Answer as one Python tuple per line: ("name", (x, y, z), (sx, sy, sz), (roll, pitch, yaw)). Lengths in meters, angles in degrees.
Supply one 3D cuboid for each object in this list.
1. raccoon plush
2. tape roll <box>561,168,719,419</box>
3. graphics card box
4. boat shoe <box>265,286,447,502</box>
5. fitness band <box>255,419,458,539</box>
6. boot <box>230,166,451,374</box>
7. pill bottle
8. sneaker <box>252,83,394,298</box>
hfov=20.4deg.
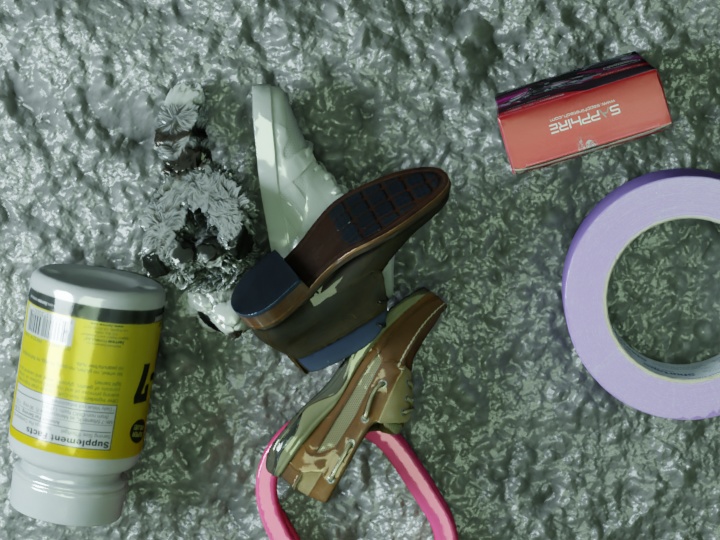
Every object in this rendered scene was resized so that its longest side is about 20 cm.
("raccoon plush", (-0.113, -0.042, 1.662), (0.097, 0.134, 0.200), (0, 65, 15))
("tape roll", (0.266, 0.019, 1.639), (0.200, 0.066, 0.200), (1, 98, 4))
("graphics card box", (0.170, -0.125, 1.555), (0.125, 0.200, 0.051), (-17, 98, 7))
("boat shoe", (0.008, 0.106, 1.645), (0.074, 0.076, 0.200), (39, 82, 7))
("fitness band", (-0.004, 0.209, 1.699), (0.144, 0.037, 0.200), (-32, 96, 7))
("boot", (0.000, 0.000, 1.606), (0.200, 0.075, 0.097), (-33, 130, 2))
("pill bottle", (-0.231, 0.103, 1.657), (0.114, 0.114, 0.200), (10, 100, 2))
("sneaker", (-0.024, -0.064, 1.645), (0.115, 0.074, 0.200), (-10, 107, 2))
